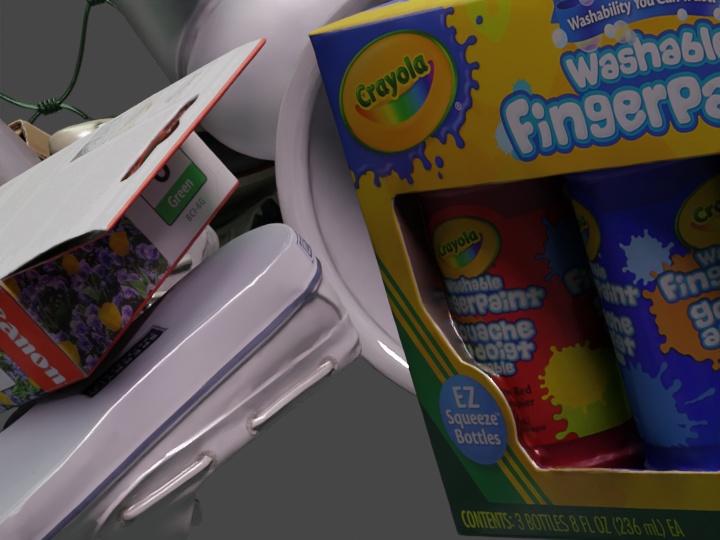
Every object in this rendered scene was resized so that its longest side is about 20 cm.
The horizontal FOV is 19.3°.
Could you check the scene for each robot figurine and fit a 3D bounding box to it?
[{"bbox_3d":[-0.049,-0.130,0.981,0.113,0.200,0.169,-48,-36,16],"label":"robot figurine"}]

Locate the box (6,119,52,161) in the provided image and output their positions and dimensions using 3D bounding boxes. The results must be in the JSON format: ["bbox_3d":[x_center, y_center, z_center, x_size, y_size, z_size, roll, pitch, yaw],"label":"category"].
[{"bbox_3d":[-0.190,-0.006,1.108,0.163,0.021,0.200,-27,-22,14],"label":"box"}]

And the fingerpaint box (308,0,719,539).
[{"bbox_3d":[0.093,-0.011,0.597,0.073,0.168,0.199,-25,14,-40],"label":"fingerpaint box"}]

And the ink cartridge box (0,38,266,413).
[{"bbox_3d":[-0.103,-0.005,0.773,0.200,0.050,0.109,-22,25,48],"label":"ink cartridge box"}]

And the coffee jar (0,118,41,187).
[{"bbox_3d":[-0.217,0.023,0.939,0.200,0.104,0.085,-42,1,15],"label":"coffee jar"}]

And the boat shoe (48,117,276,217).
[{"bbox_3d":[-0.069,-0.060,1.035,0.071,0.063,0.200,-35,-7,41],"label":"boat shoe"}]

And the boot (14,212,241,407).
[{"bbox_3d":[-0.121,0.014,1.119,0.199,0.074,0.075,-23,1,-20],"label":"boot"}]

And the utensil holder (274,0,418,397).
[{"bbox_3d":[0.087,-0.051,0.837,0.169,0.171,0.200,-11,9,31],"label":"utensil holder"}]

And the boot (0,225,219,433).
[{"bbox_3d":[-0.101,0.028,0.870,0.073,0.096,0.200,7,12,3],"label":"boot"}]

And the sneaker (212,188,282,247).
[{"bbox_3d":[-0.060,0.002,1.048,0.199,0.078,0.086,-22,8,-26],"label":"sneaker"}]

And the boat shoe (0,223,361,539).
[{"bbox_3d":[-0.081,0.070,0.740,0.200,0.065,0.074,-40,22,-9],"label":"boat shoe"}]
